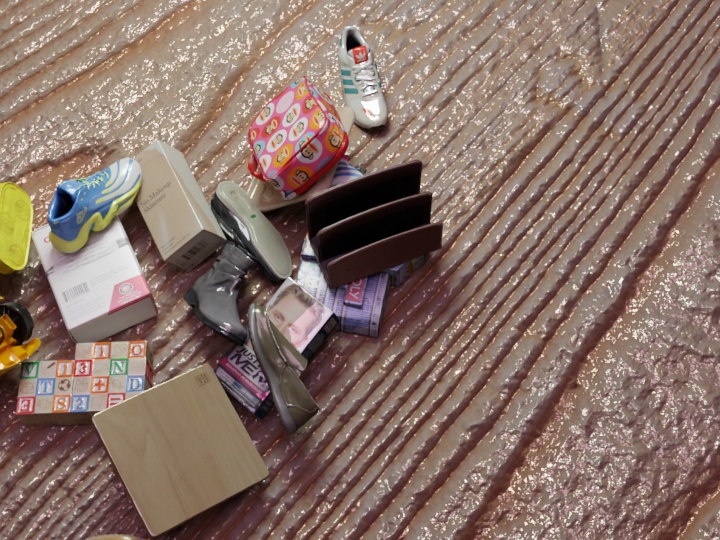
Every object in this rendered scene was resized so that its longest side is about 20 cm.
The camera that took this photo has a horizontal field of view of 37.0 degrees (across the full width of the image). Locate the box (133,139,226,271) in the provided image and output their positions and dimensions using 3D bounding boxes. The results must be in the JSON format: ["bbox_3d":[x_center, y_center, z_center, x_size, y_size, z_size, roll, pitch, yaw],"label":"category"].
[{"bbox_3d":[-0.316,-0.110,1.814,0.095,0.078,0.201,-38,64,12],"label":"box"}]

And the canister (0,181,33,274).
[{"bbox_3d":[-0.650,-0.052,1.771,0.198,0.087,0.150,-12,61,19],"label":"canister"}]

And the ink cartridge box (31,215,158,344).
[{"bbox_3d":[-0.438,0.004,1.770,0.144,0.085,0.201,-24,65,-11],"label":"ink cartridge box"}]

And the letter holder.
[{"bbox_3d":[0.023,-0.076,1.698,0.198,0.143,0.101,-20,63,-10],"label":"letter holder"}]

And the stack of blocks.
[{"bbox_3d":[-0.432,0.178,1.694,0.197,0.059,0.116,-3,62,0],"label":"stack of blocks"}]

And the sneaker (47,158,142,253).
[{"bbox_3d":[-0.429,-0.122,1.731,0.075,0.105,0.201,28,66,16],"label":"sneaker"}]

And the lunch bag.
[{"bbox_3d":[-0.116,-0.214,1.780,0.176,0.082,0.201,-41,37,14],"label":"lunch bag"}]

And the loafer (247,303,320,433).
[{"bbox_3d":[-0.116,0.140,1.617,0.069,0.075,0.202,-21,92,-8],"label":"loafer"}]

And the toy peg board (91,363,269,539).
[{"bbox_3d":[-0.276,0.280,1.621,0.198,0.098,0.201,-24,73,-28],"label":"toy peg board"}]

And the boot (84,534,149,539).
[{"bbox_3d":[-0.322,0.470,1.531,0.197,0.073,0.168,6,61,1],"label":"boot"}]

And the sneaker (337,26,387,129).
[{"bbox_3d":[-0.001,-0.350,1.937,0.069,0.094,0.202,-13,63,-5],"label":"sneaker"}]

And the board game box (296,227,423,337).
[{"bbox_3d":[0.000,0.000,1.774,0.197,0.062,0.202,9,63,7],"label":"board game box"}]

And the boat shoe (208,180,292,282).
[{"bbox_3d":[-0.186,-0.056,1.814,0.201,0.068,0.072,52,35,14],"label":"boat shoe"}]

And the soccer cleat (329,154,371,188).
[{"bbox_3d":[-0.045,-0.153,1.811,0.086,0.070,0.200,-32,33,-13],"label":"soccer cleat"}]

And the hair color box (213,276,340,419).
[{"bbox_3d":[-0.134,0.121,1.690,0.100,0.061,0.201,36,83,18],"label":"hair color box"}]

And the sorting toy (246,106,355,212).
[{"bbox_3d":[-0.103,-0.183,1.840,0.198,0.036,0.187,-7,54,43],"label":"sorting toy"}]

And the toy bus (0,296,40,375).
[{"bbox_3d":[-0.631,0.099,1.671,0.191,0.136,0.201,-36,93,27],"label":"toy bus"}]

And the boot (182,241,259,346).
[{"bbox_3d":[-0.205,0.027,1.699,0.132,0.070,0.200,-52,38,0],"label":"boot"}]
